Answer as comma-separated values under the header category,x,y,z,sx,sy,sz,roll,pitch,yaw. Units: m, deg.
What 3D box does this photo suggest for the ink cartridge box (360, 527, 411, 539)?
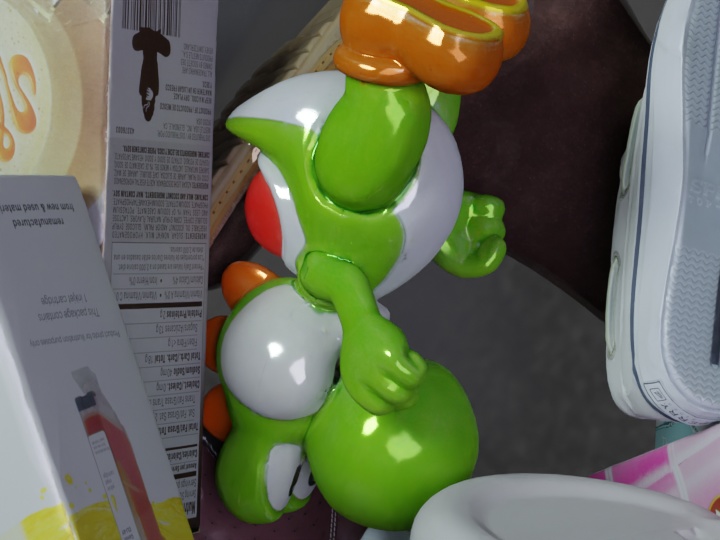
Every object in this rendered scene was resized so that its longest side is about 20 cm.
category,x,y,z,sx,sy,sz,roll,pitch,yaw
ink cartridge box,0.013,0.217,0.924,0.163,0.057,0.201,49,59,-34

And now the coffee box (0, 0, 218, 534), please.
category,x,y,z,sx,sy,sz,roll,pitch,yaw
coffee box,-0.117,-0.010,0.877,0.114,0.080,0.202,3,92,24

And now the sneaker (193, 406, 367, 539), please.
category,x,y,z,sx,sy,sz,roll,pitch,yaw
sneaker,-0.083,0.115,0.929,0.200,0.076,0.116,-33,95,-33

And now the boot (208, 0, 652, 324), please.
category,x,y,z,sx,sy,sz,roll,pitch,yaw
boot,0.038,-0.032,0.954,0.166,0.072,0.200,42,79,-14

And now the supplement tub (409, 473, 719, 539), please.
category,x,y,z,sx,sy,sz,roll,pitch,yaw
supplement tub,0.065,0.180,0.849,0.131,0.132,0.202,5,103,-17

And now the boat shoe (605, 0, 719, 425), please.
category,x,y,z,sx,sy,sz,roll,pitch,yaw
boat shoe,0.121,-0.042,0.933,0.073,0.067,0.201,22,74,-22

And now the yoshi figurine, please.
category,x,y,z,sx,sy,sz,roll,pitch,yaw
yoshi figurine,0.015,0.004,0.876,0.112,0.112,0.201,7,111,-31

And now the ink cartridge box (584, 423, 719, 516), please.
category,x,y,z,sx,sy,sz,roll,pitch,yaw
ink cartridge box,0.142,0.099,0.890,0.037,0.200,0.095,1,75,-26

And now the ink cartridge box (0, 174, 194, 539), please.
category,x,y,z,sx,sy,sz,roll,pitch,yaw
ink cartridge box,-0.134,0.088,0.796,0.144,0.083,0.201,-21,84,21

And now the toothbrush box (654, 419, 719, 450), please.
category,x,y,z,sx,sy,sz,roll,pitch,yaw
toothbrush box,0.174,0.121,0.972,0.085,0.146,0.202,0,94,-18
